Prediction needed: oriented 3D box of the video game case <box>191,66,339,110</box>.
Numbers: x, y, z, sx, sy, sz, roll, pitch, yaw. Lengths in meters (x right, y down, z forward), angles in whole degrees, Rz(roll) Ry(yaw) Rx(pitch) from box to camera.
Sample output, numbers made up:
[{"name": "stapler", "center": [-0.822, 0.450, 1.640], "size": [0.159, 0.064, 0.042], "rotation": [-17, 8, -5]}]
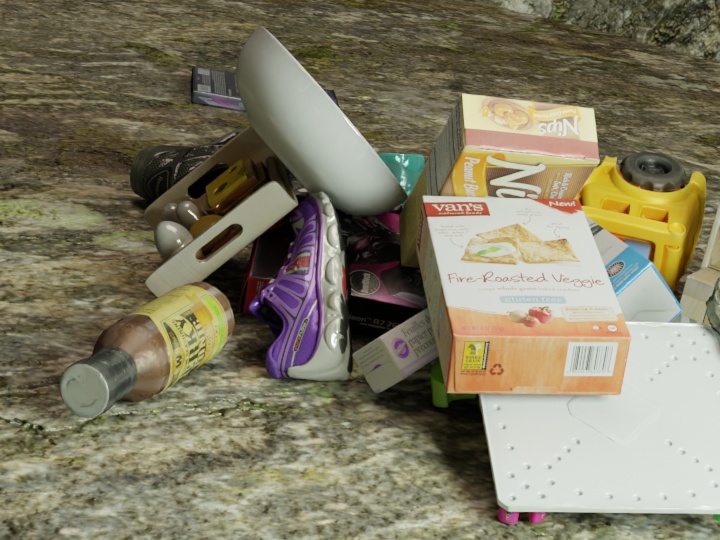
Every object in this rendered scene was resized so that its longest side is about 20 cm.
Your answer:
[{"name": "video game case", "center": [-0.127, -0.234, 2.203], "size": [0.198, 0.019, 0.143], "rotation": [10, 19, -9]}]

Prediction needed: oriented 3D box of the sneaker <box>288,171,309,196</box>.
[{"name": "sneaker", "center": [-0.062, -0.082, 1.688], "size": [0.090, 0.067, 0.200], "rotation": [37, 21, 15]}]

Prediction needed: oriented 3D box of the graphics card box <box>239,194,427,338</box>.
[{"name": "graphics card box", "center": [0.000, 0.000, 1.474], "size": [0.198, 0.051, 0.126], "rotation": [12, 41, -2]}]

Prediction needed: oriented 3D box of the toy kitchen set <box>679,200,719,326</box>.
[{"name": "toy kitchen set", "center": [0.423, 0.013, 1.575], "size": [0.180, 0.164, 0.200], "rotation": [21, 21, 28]}]

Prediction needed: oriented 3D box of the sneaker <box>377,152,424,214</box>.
[{"name": "sneaker", "center": [0.039, -0.051, 1.596], "size": [0.083, 0.122, 0.200], "rotation": [0, 22, -30]}]

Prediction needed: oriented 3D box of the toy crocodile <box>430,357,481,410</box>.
[{"name": "toy crocodile", "center": [0.154, 0.097, 1.316], "size": [0.198, 0.068, 0.062], "rotation": [12, 24, 7]}]

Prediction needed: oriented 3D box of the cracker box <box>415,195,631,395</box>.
[{"name": "cracker box", "center": [0.120, 0.015, 1.272], "size": [0.133, 0.058, 0.200], "rotation": [1, 32, -7]}]

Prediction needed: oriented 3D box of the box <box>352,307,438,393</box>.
[{"name": "box", "center": [0.073, 0.043, 1.371], "size": [0.200, 0.041, 0.039], "rotation": [-29, 85, -47]}]

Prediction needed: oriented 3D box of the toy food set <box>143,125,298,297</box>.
[{"name": "toy food set", "center": [-0.136, -0.059, 1.474], "size": [0.060, 0.143, 0.200], "rotation": [50, 7, -21]}]

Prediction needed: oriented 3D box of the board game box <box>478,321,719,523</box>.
[{"name": "board game box", "center": [0.187, 0.112, 1.227], "size": [0.198, 0.026, 0.201], "rotation": [2, 39, -6]}]

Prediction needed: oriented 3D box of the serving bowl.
[{"name": "serving bowl", "center": [-0.046, -0.118, 1.451], "size": [0.200, 0.066, 0.200], "rotation": [48, 0, 0]}]

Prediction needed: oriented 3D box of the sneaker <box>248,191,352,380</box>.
[{"name": "sneaker", "center": [-0.051, 0.009, 1.364], "size": [0.083, 0.081, 0.201], "rotation": [-6, 41, 4]}]

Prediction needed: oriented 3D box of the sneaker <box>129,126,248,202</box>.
[{"name": "sneaker", "center": [-0.129, -0.095, 1.705], "size": [0.199, 0.077, 0.114], "rotation": [-12, 31, -44]}]

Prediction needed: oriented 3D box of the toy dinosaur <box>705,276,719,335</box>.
[{"name": "toy dinosaur", "center": [0.327, 0.087, 1.259], "size": [0.088, 0.048, 0.201], "rotation": [13, 34, -27]}]

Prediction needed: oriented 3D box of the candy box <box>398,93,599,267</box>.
[{"name": "candy box", "center": [0.112, -0.067, 1.385], "size": [0.114, 0.200, 0.056], "rotation": [4, 60, -13]}]

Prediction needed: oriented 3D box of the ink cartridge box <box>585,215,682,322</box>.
[{"name": "ink cartridge box", "center": [0.184, 0.015, 1.481], "size": [0.068, 0.116, 0.200], "rotation": [50, -2, -32]}]

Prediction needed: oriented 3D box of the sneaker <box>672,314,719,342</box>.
[{"name": "sneaker", "center": [0.276, 0.066, 1.499], "size": [0.081, 0.074, 0.200], "rotation": [8, 22, -42]}]

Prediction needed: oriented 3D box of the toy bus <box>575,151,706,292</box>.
[{"name": "toy bus", "center": [0.240, -0.029, 1.679], "size": [0.198, 0.137, 0.192], "rotation": [13, 34, 12]}]

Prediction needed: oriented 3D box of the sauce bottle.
[{"name": "sauce bottle", "center": [-0.160, 0.062, 1.236], "size": [0.064, 0.065, 0.200], "rotation": [17, 21, 15]}]
